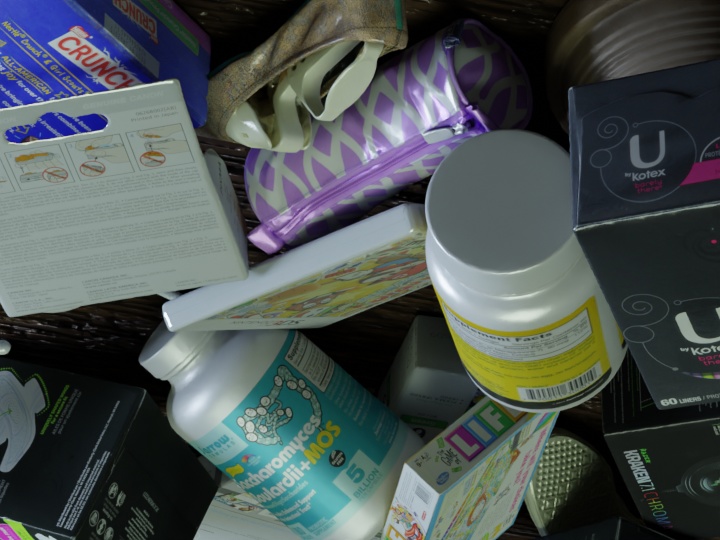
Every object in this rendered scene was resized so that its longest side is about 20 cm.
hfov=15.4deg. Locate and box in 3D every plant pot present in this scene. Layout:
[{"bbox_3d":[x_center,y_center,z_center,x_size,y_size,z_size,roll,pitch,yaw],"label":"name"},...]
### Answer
[{"bbox_3d":[0.212,-0.098,1.604,0.201,0.093,0.201,1,145,1],"label":"plant pot"}]

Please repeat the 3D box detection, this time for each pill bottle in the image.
[{"bbox_3d":[-0.059,0.102,1.862,0.200,0.111,0.111,41,134,-12],"label":"pill bottle"},{"bbox_3d":[0.101,0.000,1.623,0.114,0.114,0.200,-4,154,9],"label":"pill bottle"}]

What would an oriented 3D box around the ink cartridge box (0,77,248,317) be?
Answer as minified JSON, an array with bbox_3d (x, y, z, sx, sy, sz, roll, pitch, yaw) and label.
[{"bbox_3d":[-0.166,-0.054,1.617,0.162,0.050,0.200,-9,141,5],"label":"ink cartridge box"}]

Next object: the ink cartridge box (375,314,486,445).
[{"bbox_3d":[0.066,0.111,1.949,0.109,0.050,0.200,10,144,-11],"label":"ink cartridge box"}]

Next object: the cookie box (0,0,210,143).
[{"bbox_3d":[-0.218,-0.127,1.595,0.200,0.075,0.171,-17,143,26],"label":"cookie box"}]

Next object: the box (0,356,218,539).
[{"bbox_3d":[-0.233,0.153,1.907,0.200,0.124,0.149,12,152,28],"label":"box"}]

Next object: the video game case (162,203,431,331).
[{"bbox_3d":[0.000,0.000,1.743,0.200,0.023,0.182,-22,168,30],"label":"video game case"}]

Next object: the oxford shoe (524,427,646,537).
[{"bbox_3d":[0.166,0.180,2.039,0.075,0.058,0.200,-45,136,-4],"label":"oxford shoe"}]

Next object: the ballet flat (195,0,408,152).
[{"bbox_3d":[-0.041,-0.112,1.606,0.068,0.067,0.200,-1,154,-39],"label":"ballet flat"}]

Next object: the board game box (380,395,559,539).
[{"bbox_3d":[0.072,0.158,1.868,0.034,0.134,0.200,42,149,18],"label":"board game box"}]

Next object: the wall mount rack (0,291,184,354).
[{"bbox_3d":[-0.190,-0.010,1.767,0.174,0.075,0.200,-12,145,4],"label":"wall mount rack"}]

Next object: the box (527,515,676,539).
[{"bbox_3d":[0.184,0.272,1.999,0.148,0.107,0.200,24,153,-27],"label":"box"}]

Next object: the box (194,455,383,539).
[{"bbox_3d":[-0.057,0.179,2.025,0.156,0.041,0.200,18,155,-22],"label":"box"}]

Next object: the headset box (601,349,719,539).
[{"bbox_3d":[0.287,0.107,1.896,0.200,0.093,0.174,-9,145,15],"label":"headset box"}]

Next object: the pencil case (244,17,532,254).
[{"bbox_3d":[0.016,-0.080,1.644,0.084,0.086,0.200,35,135,-29],"label":"pencil case"}]

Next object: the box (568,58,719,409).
[{"bbox_3d":[0.204,-0.019,1.543,0.122,0.106,0.200,-11,143,17],"label":"box"}]
